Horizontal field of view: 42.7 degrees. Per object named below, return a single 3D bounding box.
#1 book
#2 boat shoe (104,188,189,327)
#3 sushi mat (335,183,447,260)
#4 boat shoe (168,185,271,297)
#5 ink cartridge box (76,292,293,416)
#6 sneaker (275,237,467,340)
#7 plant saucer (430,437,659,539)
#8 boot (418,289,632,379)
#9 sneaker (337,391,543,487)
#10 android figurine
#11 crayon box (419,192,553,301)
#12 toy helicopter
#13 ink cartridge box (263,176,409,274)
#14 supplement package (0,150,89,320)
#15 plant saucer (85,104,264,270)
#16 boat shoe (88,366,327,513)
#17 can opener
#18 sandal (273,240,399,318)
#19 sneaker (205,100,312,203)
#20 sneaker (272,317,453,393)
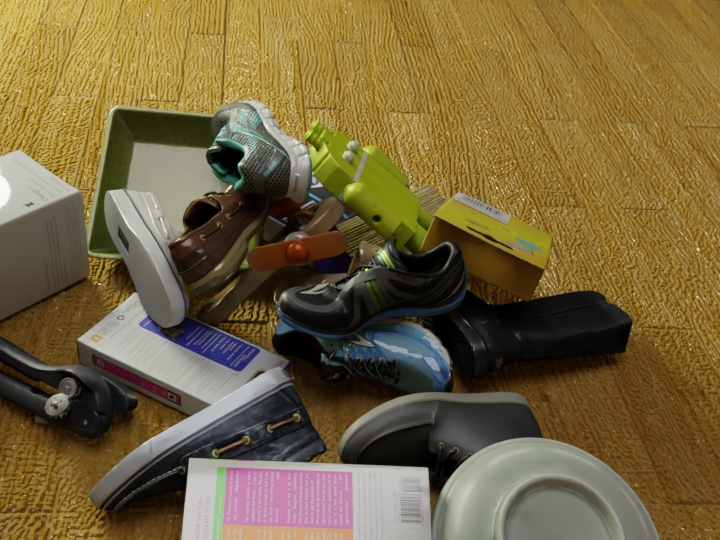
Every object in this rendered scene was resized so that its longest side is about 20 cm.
[{"bbox_3d":[-0.042,0.219,0.733,0.198,0.048,0.134,4,58,-7],"label":"book"},{"bbox_3d":[-0.213,-0.019,0.978,0.065,0.072,0.200,-10,39,-30],"label":"boat shoe"},{"bbox_3d":[0.054,-0.047,1.129,0.199,0.012,0.096,-27,67,-41],"label":"sushi mat"},{"bbox_3d":[-0.147,-0.054,0.971,0.072,0.068,0.201,-29,23,25],"label":"boat shoe"},{"bbox_3d":[-0.175,0.091,0.922,0.199,0.037,0.095,20,38,20],"label":"ink cartridge box"},{"bbox_3d":[0.011,0.011,0.893,0.198,0.083,0.071,-12,36,-17],"label":"sneaker"},{"bbox_3d":[0.156,0.222,0.744,0.198,0.050,0.201,4,56,-6],"label":"plant saucer"},{"bbox_3d":[0.175,0.042,1.018,0.199,0.066,0.165,-11,43,-21],"label":"boot"},{"bbox_3d":[0.085,0.170,0.830,0.198,0.075,0.106,-6,40,-19],"label":"sneaker"},{"bbox_3d":[0.013,-0.096,1.066,0.200,0.041,0.182,42,21,-9],"label":"android figurine"},{"bbox_3d":[0.138,-0.028,0.991,0.126,0.051,0.200,26,15,8],"label":"crayon box"},{"bbox_3d":[-0.093,-0.007,0.982,0.200,0.079,0.132,-43,19,-13],"label":"toy helicopter"},{"bbox_3d":[-0.034,-0.079,1.162,0.199,0.044,0.198,32,43,26],"label":"ink cartridge box"},{"bbox_3d":[-0.403,-0.024,0.964,0.117,0.118,0.200,31,43,27],"label":"supplement package"},{"bbox_3d":[-0.208,-0.090,1.091,0.198,0.048,0.202,5,67,-3],"label":"plant saucer"},{"bbox_3d":[-0.127,0.171,0.798,0.199,0.071,0.091,-31,79,-17],"label":"boat shoe"},{"bbox_3d":[-0.311,0.106,0.872,0.199,0.079,0.064,16,77,17],"label":"can opener"},{"bbox_3d":[-0.001,0.004,0.976,0.210,0.070,0.078,-8,42,17],"label":"sandal"},{"bbox_3d":[-0.131,-0.135,1.005,0.091,0.078,0.200,-6,28,-31],"label":"sneaker"},{"bbox_3d":[-0.001,0.091,0.922,0.199,0.079,0.090,18,40,24],"label":"sneaker"}]
